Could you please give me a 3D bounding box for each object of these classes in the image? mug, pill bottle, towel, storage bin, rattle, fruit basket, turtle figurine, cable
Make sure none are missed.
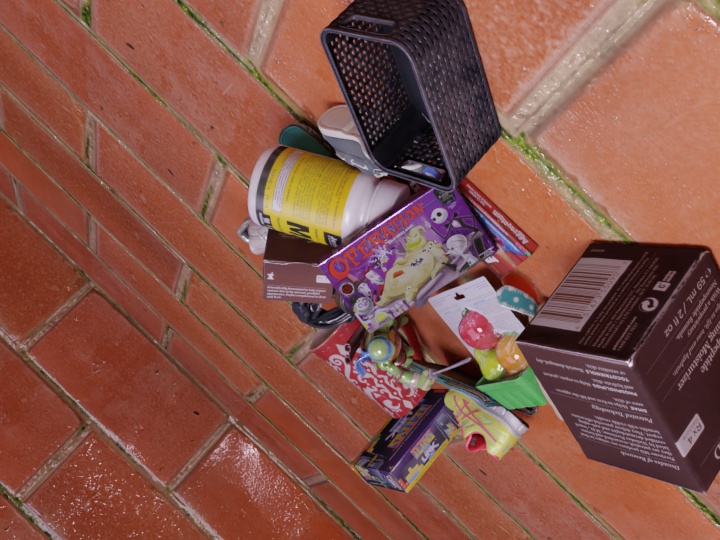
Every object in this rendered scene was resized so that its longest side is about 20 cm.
[{"bbox_3d":[0.031,0.154,1.651,0.200,0.134,0.177,43,160,-10],"label":"mug"},{"bbox_3d":[-0.040,-0.092,1.256,0.197,0.115,0.115,16,150,17],"label":"pill bottle"},{"bbox_3d":[0.170,0.184,1.513,0.199,0.022,0.146,20,-179,44],"label":"towel"},{"bbox_3d":[0.057,-0.199,1.024,0.134,0.094,0.201,23,149,41],"label":"storage bin"},{"bbox_3d":[0.274,0.078,1.195,0.142,0.129,0.203,-27,78,49],"label":"rattle"},{"bbox_3d":[0.199,0.098,1.341,0.201,0.093,0.185,55,157,-2],"label":"fruit basket"},{"bbox_3d":[0.080,0.098,1.405,0.144,0.200,0.194,48,-179,0],"label":"turtle figurine"},{"bbox_3d":[-0.025,0.039,1.443,0.200,0.161,0.051,96,154,-72],"label":"cable"}]

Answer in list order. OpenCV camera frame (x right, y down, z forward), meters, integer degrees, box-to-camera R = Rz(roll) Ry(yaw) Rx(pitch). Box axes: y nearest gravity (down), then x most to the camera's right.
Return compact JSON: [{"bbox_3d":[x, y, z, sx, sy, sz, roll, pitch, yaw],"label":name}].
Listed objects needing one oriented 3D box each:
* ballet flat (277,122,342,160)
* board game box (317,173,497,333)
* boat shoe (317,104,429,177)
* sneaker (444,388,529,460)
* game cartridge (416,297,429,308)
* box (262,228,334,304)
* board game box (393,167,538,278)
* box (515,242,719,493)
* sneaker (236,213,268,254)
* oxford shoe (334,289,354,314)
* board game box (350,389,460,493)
[{"bbox_3d":[-0.035,-0.135,1.350,0.200,0.074,0.074,47,158,-3],"label":"ballet flat"},{"bbox_3d":[0.059,-0.019,1.187,0.121,0.199,0.032,52,-166,-16],"label":"board game box"},{"bbox_3d":[0.022,-0.154,1.191,0.199,0.073,0.062,30,154,44],"label":"boat shoe"},{"bbox_3d":[0.190,0.254,1.572,0.078,0.091,0.199,35,173,-26],"label":"sneaker"},{"bbox_3d":[0.018,-0.029,1.473,0.199,0.038,0.130,32,159,27],"label":"game cartridge"},{"bbox_3d":[-0.082,-0.044,1.344,0.098,0.201,0.076,4,127,-2],"label":"box"},{"bbox_3d":[0.131,-0.077,1.211,0.200,0.019,0.103,43,159,1],"label":"board game box"},{"bbox_3d":[0.309,0.099,1.026,0.163,0.166,0.201,6,138,55],"label":"box"},{"bbox_3d":[-0.138,-0.060,1.590,0.199,0.100,0.078,11,142,53],"label":"sneaker"},{"bbox_3d":[0.000,0.000,1.314,0.083,0.200,0.074,3,118,22],"label":"oxford shoe"},{"bbox_3d":[0.092,0.305,1.716,0.057,0.200,0.165,48,156,-12],"label":"board game box"}]
